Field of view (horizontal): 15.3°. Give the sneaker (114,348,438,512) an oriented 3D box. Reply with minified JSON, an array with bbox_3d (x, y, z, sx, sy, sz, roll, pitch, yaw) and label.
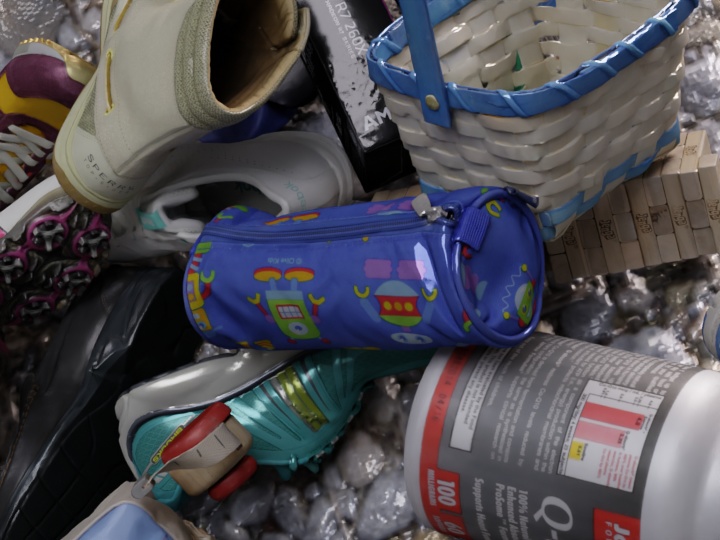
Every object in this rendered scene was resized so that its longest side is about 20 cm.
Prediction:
[{"bbox_3d":[-0.035,0.073,1.486,0.200,0.078,0.080,-21,85,7],"label":"sneaker"}]

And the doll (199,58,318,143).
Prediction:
[{"bbox_3d":[-0.049,-0.123,1.598,0.200,0.048,0.136,-44,66,-3],"label":"doll"}]

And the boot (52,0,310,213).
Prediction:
[{"bbox_3d":[-0.084,-0.137,1.462,0.155,0.072,0.200,-29,35,48],"label":"boot"}]

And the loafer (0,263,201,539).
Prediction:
[{"bbox_3d":[-0.163,0.083,1.527,0.072,0.073,0.200,11,58,36],"label":"loafer"}]

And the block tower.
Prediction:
[{"bbox_3d":[0.104,-0.027,1.469,0.200,0.054,0.058,-9,25,18],"label":"block tower"}]

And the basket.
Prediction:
[{"bbox_3d":[0.084,-0.129,1.379,0.139,0.200,0.176,21,40,37],"label":"basket"}]

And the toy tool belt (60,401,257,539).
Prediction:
[{"bbox_3d":[-0.106,0.179,1.432,0.200,0.125,0.123,-43,94,4],"label":"toy tool belt"}]

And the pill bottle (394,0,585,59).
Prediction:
[{"bbox_3d":[0.055,-0.197,1.504,0.112,0.200,0.112,-10,60,17],"label":"pill bottle"}]

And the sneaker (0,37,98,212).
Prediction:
[{"bbox_3d":[-0.205,-0.073,1.582,0.200,0.075,0.090,-17,46,61],"label":"sneaker"}]

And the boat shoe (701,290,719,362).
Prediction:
[{"bbox_3d":[0.271,-0.010,1.390,0.200,0.072,0.072,-48,40,5],"label":"boat shoe"}]

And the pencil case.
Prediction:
[{"bbox_3d":[0.000,0.000,1.382,0.200,0.087,0.078,-3,45,38],"label":"pencil case"}]

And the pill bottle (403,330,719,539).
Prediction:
[{"bbox_3d":[0.133,0.099,1.365,0.200,0.116,0.116,12,69,28],"label":"pill bottle"}]

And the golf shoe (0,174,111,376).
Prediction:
[{"bbox_3d":[-0.214,-0.004,1.543,0.200,0.073,0.092,-43,50,36],"label":"golf shoe"}]

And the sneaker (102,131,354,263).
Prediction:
[{"bbox_3d":[-0.109,-0.038,1.516,0.200,0.088,0.075,-9,104,27],"label":"sneaker"}]

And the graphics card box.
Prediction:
[{"bbox_3d":[-0.018,-0.150,1.511,0.051,0.125,0.200,-24,81,-4],"label":"graphics card box"}]
